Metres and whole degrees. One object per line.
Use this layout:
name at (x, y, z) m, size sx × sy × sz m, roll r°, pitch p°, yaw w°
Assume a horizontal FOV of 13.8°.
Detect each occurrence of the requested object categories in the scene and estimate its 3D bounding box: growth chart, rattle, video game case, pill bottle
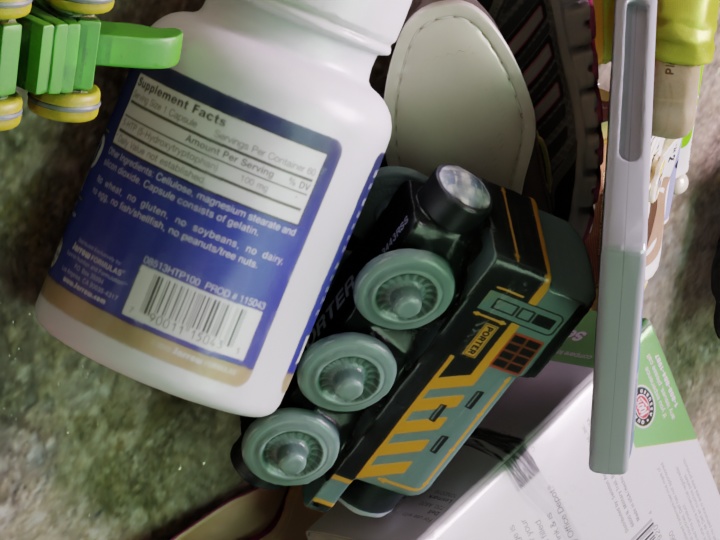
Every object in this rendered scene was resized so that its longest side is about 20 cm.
growth chart at (0.156, -0.025, 1.622) m, size 0.145 × 0.018 × 0.201 m, roll 91°, pitch 17°, yaw -47°
rattle at (0.131, -0.159, 1.566) m, size 0.201 × 0.142 × 0.131 m, roll -81°, pitch 157°, yaw -47°
video game case at (0.124, -0.031, 1.393) m, size 0.200 × 0.022 × 0.183 m, roll 87°, pitch 8°, yaw -58°
pill bottle at (-0.054, -0.048, 1.314) m, size 0.119 × 0.119 × 0.201 m, roll 17°, pitch 98°, yaw -55°

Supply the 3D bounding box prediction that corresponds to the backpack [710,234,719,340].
backpack at (0.302, -0.028, 1.782) m, size 0.200 × 0.126 × 0.168 m, roll -22°, pitch 139°, yaw -45°

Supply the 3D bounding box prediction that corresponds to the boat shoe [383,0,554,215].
boat shoe at (0.055, -0.050, 1.395) m, size 0.060 × 0.071 × 0.201 m, roll -82°, pitch 161°, yaw -54°

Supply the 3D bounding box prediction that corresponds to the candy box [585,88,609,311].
candy box at (0.082, 0.007, 1.580) m, size 0.116 × 0.056 × 0.201 m, roll -17°, pitch 125°, yaw -47°

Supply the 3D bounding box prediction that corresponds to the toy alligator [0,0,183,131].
toy alligator at (-0.163, -0.092, 1.207) m, size 0.199 × 0.054 × 0.060 m, roll -8°, pitch 116°, yaw -40°

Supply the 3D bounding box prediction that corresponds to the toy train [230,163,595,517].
toy train at (0.020, 0.037, 1.376) m, size 0.114 × 0.085 × 0.200 m, roll 21°, pitch 124°, yaw -23°

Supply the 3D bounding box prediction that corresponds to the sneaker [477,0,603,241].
sneaker at (0.072, -0.100, 1.443) m, size 0.074 × 0.087 × 0.201 m, roll -87°, pitch 171°, yaw -66°

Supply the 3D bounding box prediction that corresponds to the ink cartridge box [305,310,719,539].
ink cartridge box at (0.084, 0.135, 1.510) m, size 0.200 × 0.084 × 0.147 m, roll -40°, pitch 120°, yaw -31°

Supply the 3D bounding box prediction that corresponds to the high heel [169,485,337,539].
high heel at (-0.039, 0.124, 1.482) m, size 0.200 × 0.067 × 0.096 m, roll -47°, pitch 152°, yaw -17°

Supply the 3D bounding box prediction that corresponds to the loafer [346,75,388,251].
loafer at (0.000, 0.000, 1.474) m, size 0.073 × 0.071 × 0.201 m, roll 9°, pitch 96°, yaw -19°
